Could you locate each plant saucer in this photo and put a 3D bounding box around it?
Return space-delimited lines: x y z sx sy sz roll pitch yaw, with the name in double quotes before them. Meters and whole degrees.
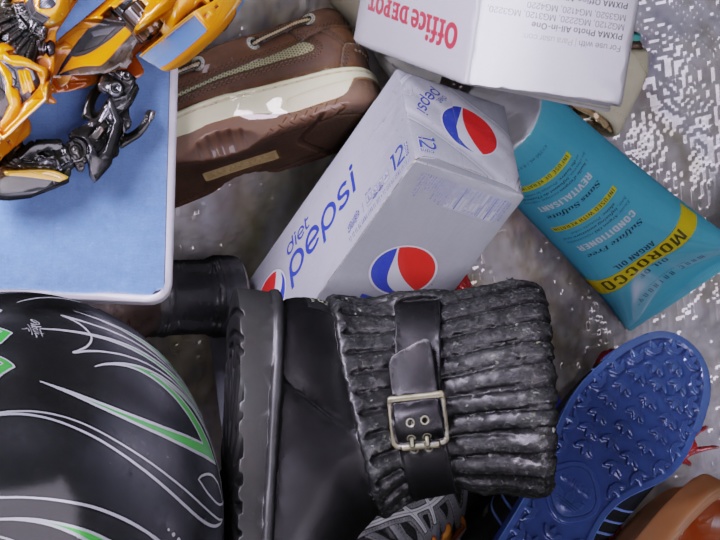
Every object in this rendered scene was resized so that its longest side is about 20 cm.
"plant saucer" 0.132 0.193 1.569 0.032 0.200 0.201 32 92 18

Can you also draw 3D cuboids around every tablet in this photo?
"tablet" -0.149 -0.086 1.397 0.129 0.014 0.202 2 81 -9

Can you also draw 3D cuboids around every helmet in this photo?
"helmet" -0.154 0.109 1.360 0.189 0.200 0.202 4 103 -21

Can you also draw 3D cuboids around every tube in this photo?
"tube" 0.120 -0.033 1.527 0.077 0.051 0.200 -31 139 20

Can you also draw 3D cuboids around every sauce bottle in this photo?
"sauce bottle" -0.153 0.016 1.449 0.199 0.065 0.065 1 105 -22

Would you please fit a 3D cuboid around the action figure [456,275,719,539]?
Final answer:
"action figure" 0.113 0.051 1.564 0.098 0.065 0.201 -26 113 -4

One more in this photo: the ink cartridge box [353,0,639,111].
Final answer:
"ink cartridge box" 0.071 -0.184 1.367 0.083 0.145 0.202 6 99 -22

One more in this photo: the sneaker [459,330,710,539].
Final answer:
"sneaker" 0.100 0.114 1.508 0.070 0.078 0.200 42 67 -8

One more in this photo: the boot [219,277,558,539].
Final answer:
"boot" 0.015 0.107 1.395 0.157 0.079 0.213 3 91 -10

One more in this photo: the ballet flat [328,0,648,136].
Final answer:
"ballet flat" 0.055 -0.110 1.496 0.199 0.069 0.070 14 99 -24

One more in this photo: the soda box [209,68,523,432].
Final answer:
"soda box" 0.000 0.000 1.454 0.063 0.069 0.200 17 128 -25

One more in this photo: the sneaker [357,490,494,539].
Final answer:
"sneaker" 0.008 0.132 1.507 0.199 0.078 0.078 -7 152 -44

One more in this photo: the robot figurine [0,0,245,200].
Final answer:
"robot figurine" -0.133 -0.129 1.370 0.200 0.058 0.145 -42 87 -13

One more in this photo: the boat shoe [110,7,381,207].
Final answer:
"boat shoe" -0.092 -0.076 1.454 0.201 0.075 0.075 -15 68 -6
